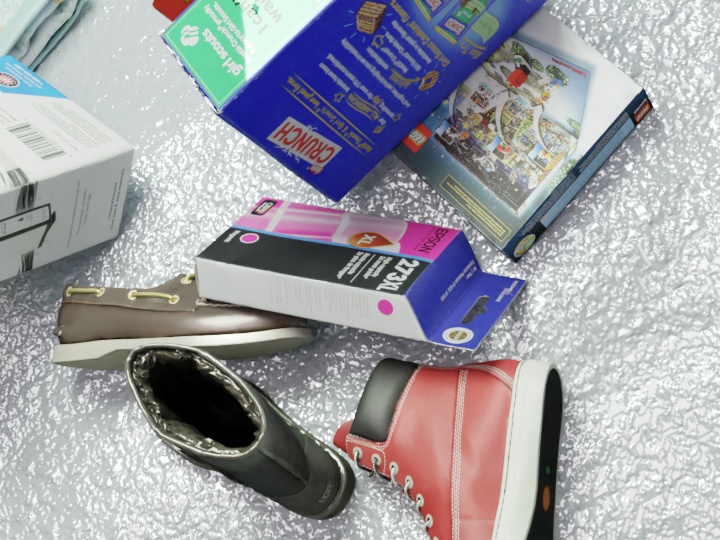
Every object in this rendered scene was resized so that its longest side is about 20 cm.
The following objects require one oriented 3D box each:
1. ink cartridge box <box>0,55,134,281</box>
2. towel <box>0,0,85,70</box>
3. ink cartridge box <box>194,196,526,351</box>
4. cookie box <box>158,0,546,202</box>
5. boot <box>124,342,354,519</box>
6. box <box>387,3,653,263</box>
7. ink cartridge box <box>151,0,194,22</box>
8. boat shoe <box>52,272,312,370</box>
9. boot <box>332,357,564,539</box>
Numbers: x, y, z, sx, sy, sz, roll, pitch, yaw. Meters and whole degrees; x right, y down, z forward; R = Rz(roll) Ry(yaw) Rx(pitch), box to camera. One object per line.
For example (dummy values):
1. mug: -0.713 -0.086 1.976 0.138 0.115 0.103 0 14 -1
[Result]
1. ink cartridge box: -0.280 -0.064 1.050 0.145 0.199 0.085 36 128 26
2. towel: -0.325 -0.200 1.193 0.200 0.048 0.171 -46 65 6
3. ink cartridge box: 0.000 0.000 0.983 0.198 0.095 0.038 12 122 23
4. cookie box: 0.003 -0.157 0.935 0.200 0.171 0.075 -43 62 7
5. boot: -0.098 0.089 0.939 0.180 0.200 0.073 21 84 25
6. box: 0.076 -0.122 1.011 0.137 0.038 0.200 -48 65 5
7. ink cartridge box: -0.040 -0.228 1.019 0.047 0.160 0.202 28 88 27
8. boat shoe: -0.124 0.032 1.038 0.198 0.072 0.060 -6 76 27
9. boot: 0.045 0.153 0.938 0.142 0.072 0.203 -1 68 23
